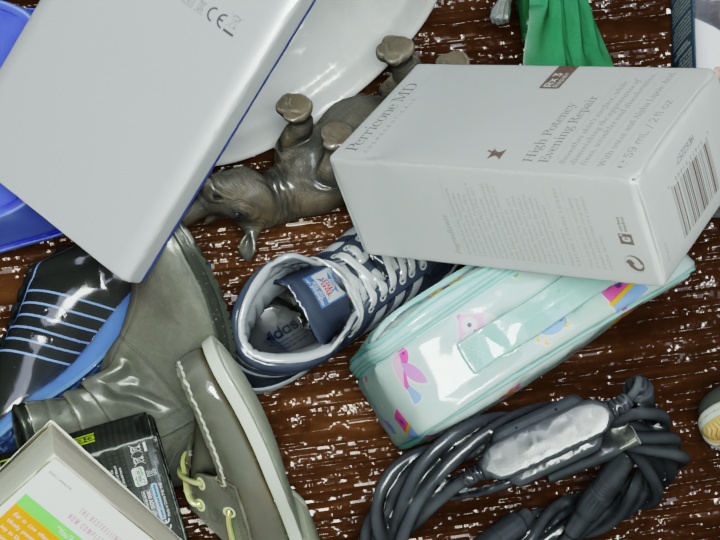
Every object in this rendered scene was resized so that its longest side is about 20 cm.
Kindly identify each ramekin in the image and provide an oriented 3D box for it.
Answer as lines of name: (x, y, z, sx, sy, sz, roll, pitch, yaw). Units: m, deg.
ramekin: (-0.058, -0.164, 1.025, 0.200, 0.200, 0.105, -33, 74, -10)

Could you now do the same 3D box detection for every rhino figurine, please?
rhino figurine: (-0.024, -0.068, 1.056, 0.199, 0.088, 0.060, -30, 63, -15)

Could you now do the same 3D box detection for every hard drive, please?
hard drive: (-0.115, -0.114, 0.923, 0.132, 0.025, 0.201, 36, 101, 18)

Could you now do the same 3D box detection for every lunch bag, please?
lunch bag: (0.093, 0.023, 1.014, 0.199, 0.160, 0.077, -32, 83, -9)

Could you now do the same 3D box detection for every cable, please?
cable: (0.089, 0.130, 1.001, 0.199, 0.163, 0.051, -28, 60, 4)

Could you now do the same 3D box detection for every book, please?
book: (-0.187, 0.197, 0.924, 0.200, 0.048, 0.134, -43, 112, 4)

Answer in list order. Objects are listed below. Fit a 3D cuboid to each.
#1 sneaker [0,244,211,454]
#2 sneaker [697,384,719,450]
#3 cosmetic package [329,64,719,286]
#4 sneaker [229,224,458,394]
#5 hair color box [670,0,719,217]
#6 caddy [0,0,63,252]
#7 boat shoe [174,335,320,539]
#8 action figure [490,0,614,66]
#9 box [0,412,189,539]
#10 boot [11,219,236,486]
sneaker: (-0.183, 0.041, 1.041, 0.200, 0.070, 0.078, -43, 71, -11)
sneaker: (0.286, 0.043, 1.081, 0.199, 0.076, 0.088, -24, 65, -11)
cosmetic package: (0.092, -0.056, 0.940, 0.199, 0.074, 0.102, 7, 42, 38)
sneaker: (0.000, 0.000, 1.037, 0.200, 0.109, 0.070, -38, 84, -11)
hair color box: (0.253, -0.136, 1.109, 0.099, 0.061, 0.202, 1, 79, -4)
caddy: (-0.236, -0.080, 1.033, 0.199, 0.105, 0.142, -15, 83, 11)
boat shoe: (-0.068, 0.126, 0.984, 0.060, 0.072, 0.203, -20, 125, 0)
action figure: (0.118, -0.160, 1.092, 0.054, 0.118, 0.201, -27, 57, 29)
box: (-0.182, 0.200, 0.974, 0.192, 0.048, 0.201, -16, 109, -5)
boot: (-0.137, 0.061, 0.982, 0.130, 0.068, 0.201, -23, 126, -17)
